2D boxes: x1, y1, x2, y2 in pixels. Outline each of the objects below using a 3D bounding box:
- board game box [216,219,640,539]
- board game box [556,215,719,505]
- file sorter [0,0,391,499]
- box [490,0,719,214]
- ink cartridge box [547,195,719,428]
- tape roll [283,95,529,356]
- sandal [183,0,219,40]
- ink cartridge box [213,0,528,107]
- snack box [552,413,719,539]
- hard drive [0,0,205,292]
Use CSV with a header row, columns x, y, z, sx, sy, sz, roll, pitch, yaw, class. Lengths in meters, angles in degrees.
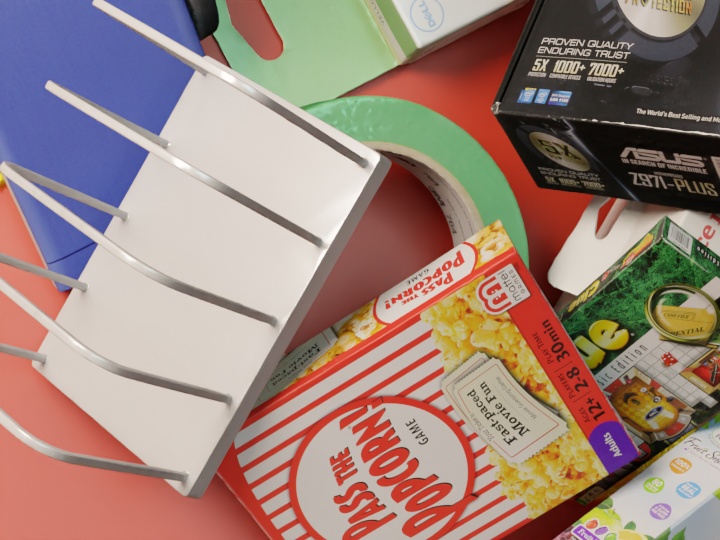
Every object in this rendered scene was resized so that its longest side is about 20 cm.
x,y,z,sx,sy,sz,roll,pitch,yaw,class
0.032,0.089,0.728,0.199,0.046,0.152,-32,114,8,board game box
0.150,0.060,0.760,0.104,0.200,0.024,36,43,-6,board game box
-0.109,-0.014,0.661,0.138,0.124,0.201,32,92,32,file sorter
0.199,-0.123,0.738,0.086,0.198,0.165,48,62,-50,box
0.227,0.014,0.817,0.199,0.125,0.129,35,75,-10,ink cartridge box
0.000,0.000,0.774,0.198,0.048,0.203,-2,95,-18,tape roll
-0.119,-0.235,0.772,0.042,0.076,0.202,-20,87,-17,sandal
-0.003,-0.195,0.820,0.199,0.048,0.147,-29,91,-19,ink cartridge box
0.199,0.206,0.779,0.142,0.053,0.201,-33,121,-18,snack box
-0.151,-0.106,0.735,0.131,0.025,0.202,-28,115,-18,hard drive
